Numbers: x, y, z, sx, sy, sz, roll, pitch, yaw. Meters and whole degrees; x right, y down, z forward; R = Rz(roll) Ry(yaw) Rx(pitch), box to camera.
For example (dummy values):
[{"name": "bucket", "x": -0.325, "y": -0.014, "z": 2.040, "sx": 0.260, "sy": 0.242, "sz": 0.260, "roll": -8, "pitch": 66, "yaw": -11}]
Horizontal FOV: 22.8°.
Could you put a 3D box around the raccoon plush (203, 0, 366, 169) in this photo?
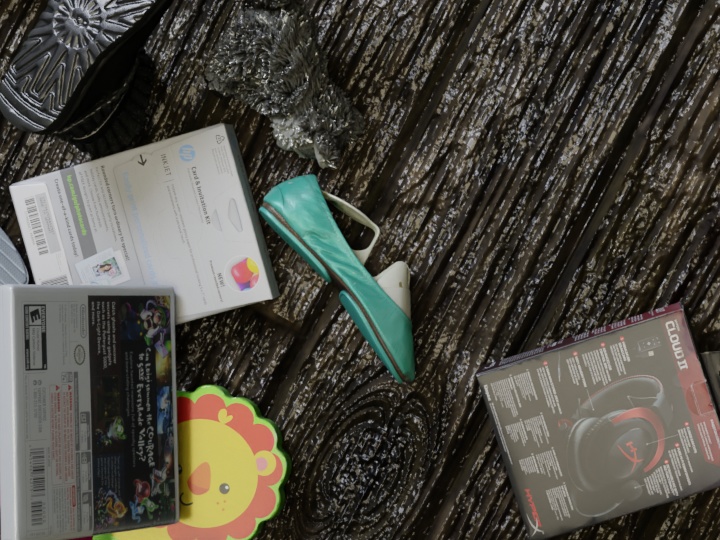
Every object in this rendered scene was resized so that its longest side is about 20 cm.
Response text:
[{"name": "raccoon plush", "x": -0.046, "y": -0.166, "z": 1.448, "sx": 0.134, "sy": 0.200, "sz": 0.097, "roll": 36, "pitch": 64, "yaw": 4}]

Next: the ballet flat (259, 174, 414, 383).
[{"name": "ballet flat", "x": 0.000, "y": 0.000, "z": 1.503, "sx": 0.070, "sy": 0.067, "sz": 0.200, "roll": -39, "pitch": 89, "yaw": -6}]

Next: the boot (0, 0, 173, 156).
[{"name": "boot", "x": -0.198, "y": -0.190, "z": 1.472, "sx": 0.079, "sy": 0.158, "sz": 0.211, "roll": 45, "pitch": 101, "yaw": 15}]

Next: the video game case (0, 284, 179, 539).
[{"name": "video game case", "x": -0.217, "y": 0.112, "z": 1.441, "sx": 0.023, "sy": 0.181, "sz": 0.202, "roll": -4, "pitch": 87, "yaw": 38}]

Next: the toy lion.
[{"name": "toy lion", "x": -0.166, "y": 0.188, "z": 1.542, "sx": 0.199, "sy": 0.069, "sz": 0.193, "roll": 14, "pitch": 88, "yaw": 8}]

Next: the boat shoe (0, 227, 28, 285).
[{"name": "boat shoe", "x": -0.374, "y": -0.033, "z": 1.561, "sx": 0.200, "sy": 0.072, "sz": 0.062, "roll": 41, "pitch": 123, "yaw": 8}]

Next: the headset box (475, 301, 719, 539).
[{"name": "headset box", "x": 0.212, "y": 0.121, "z": 1.471, "sx": 0.199, "sy": 0.075, "sz": 0.150, "roll": -19, "pitch": 91, "yaw": 9}]

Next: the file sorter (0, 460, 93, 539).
[{"name": "file sorter", "x": -0.295, "y": 0.154, "z": 1.479, "sx": 0.125, "sy": 0.139, "sz": 0.201, "roll": 3, "pitch": 69, "yaw": 26}]

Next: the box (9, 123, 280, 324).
[{"name": "box", "x": -0.186, "y": -0.026, "z": 1.539, "sx": 0.199, "sy": 0.041, "sz": 0.157, "roll": -16, "pitch": 92, "yaw": 10}]
